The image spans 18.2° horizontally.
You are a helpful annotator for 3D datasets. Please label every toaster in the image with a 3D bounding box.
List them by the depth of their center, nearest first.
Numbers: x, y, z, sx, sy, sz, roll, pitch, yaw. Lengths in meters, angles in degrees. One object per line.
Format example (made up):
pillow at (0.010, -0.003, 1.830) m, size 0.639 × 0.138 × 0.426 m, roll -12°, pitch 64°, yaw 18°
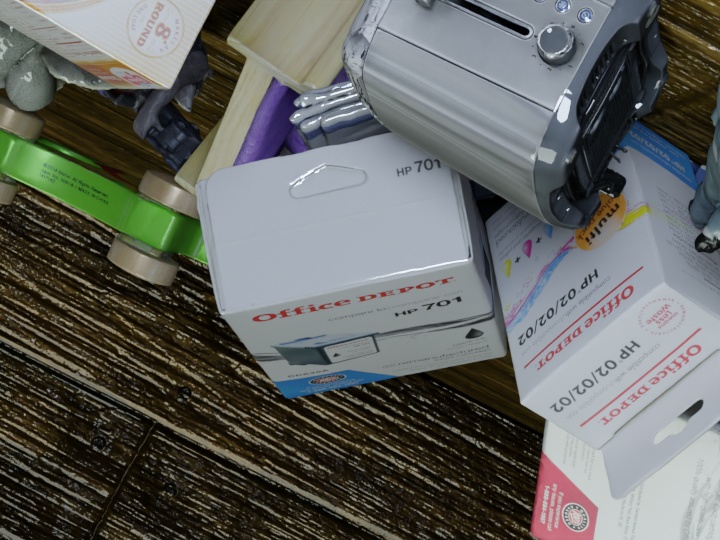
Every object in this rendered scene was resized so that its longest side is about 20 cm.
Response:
toaster at (0.074, -0.100, 1.108) m, size 0.129 × 0.114 × 0.200 m, roll 29°, pitch 176°, yaw 14°

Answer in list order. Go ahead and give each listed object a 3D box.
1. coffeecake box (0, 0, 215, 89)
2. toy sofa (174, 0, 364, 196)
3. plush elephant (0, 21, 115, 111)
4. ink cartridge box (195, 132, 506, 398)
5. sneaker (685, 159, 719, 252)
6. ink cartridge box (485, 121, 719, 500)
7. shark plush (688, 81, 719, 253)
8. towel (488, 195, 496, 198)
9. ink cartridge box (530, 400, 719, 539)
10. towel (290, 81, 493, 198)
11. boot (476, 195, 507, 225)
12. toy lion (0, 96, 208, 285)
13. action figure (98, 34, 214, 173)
coffeecake box at (-0.145, -0.196, 1.019) m, size 0.200 × 0.154 × 0.073 m, roll 29°, pitch 172°, yaw -25°
toy sofa at (-0.038, -0.096, 1.362) m, size 0.097 × 0.083 × 0.200 m, roll 35°, pitch 152°, yaw 2°
plush elephant at (-0.195, -0.182, 1.407) m, size 0.154 × 0.165 × 0.200 m, roll -11°, pitch -165°, yaw 17°
ink cartridge box at (0.000, 0.000, 1.300) m, size 0.146 × 0.086 × 0.200 m, roll -12°, pitch 163°, yaw 6°
sneaker at (0.169, -0.008, 1.402) m, size 0.080 × 0.115 × 0.199 m, roll 30°, pitch 172°, yaw -21°
ink cartridge box at (0.143, 0.017, 1.273) m, size 0.068 × 0.115 × 0.200 m, roll 31°, pitch -149°, yaw -29°
shark plush at (0.189, -0.048, 1.161) m, size 0.091 × 0.084 × 0.200 m, roll 28°, pitch 173°, yaw -14°
towel at (0.015, -0.070, 1.616) m, size 0.199 × 0.024 × 0.147 m, roll 9°, pitch -174°, yaw -27°
ink cartridge box at (0.219, 0.129, 1.421) m, size 0.199 × 0.083 × 0.146 m, roll 20°, pitch 128°, yaw 20°
towel at (0.043, -0.077, 1.302) m, size 0.146 × 0.024 × 0.200 m, roll -15°, pitch 162°, yaw 2°
boot at (0.041, 0.002, 1.522) m, size 0.168 × 0.077 × 0.200 m, roll -14°, pitch 162°, yaw -44°
toy lion at (-0.159, -0.047, 1.533) m, size 0.199 × 0.069 × 0.192 m, roll 26°, pitch -176°, yaw 10°
action figure at (-0.138, -0.148, 1.596) m, size 0.200 × 0.105 × 0.193 m, roll 49°, pitch -178°, yaw 11°
